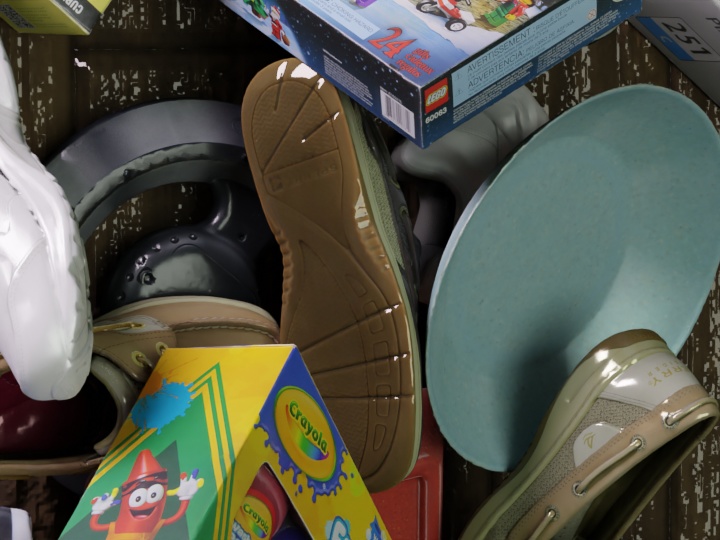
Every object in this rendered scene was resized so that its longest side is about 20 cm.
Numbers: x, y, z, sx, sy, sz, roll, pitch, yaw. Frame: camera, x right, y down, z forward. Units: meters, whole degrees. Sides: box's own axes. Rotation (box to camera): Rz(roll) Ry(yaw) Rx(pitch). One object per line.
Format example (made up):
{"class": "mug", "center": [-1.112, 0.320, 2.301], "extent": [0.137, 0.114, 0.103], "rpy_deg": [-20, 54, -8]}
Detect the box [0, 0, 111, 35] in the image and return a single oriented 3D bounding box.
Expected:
{"class": "box", "center": [-0.103, -0.201, 1.194], "extent": [0.050, 0.075, 0.201], "rpy_deg": [41, 72, -30]}

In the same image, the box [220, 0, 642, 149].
{"class": "box", "center": [0.013, -0.148, 1.202], "extent": [0.136, 0.200, 0.038], "rpy_deg": [-34, 142, -25]}

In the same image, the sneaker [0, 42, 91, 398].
{"class": "sneaker", "center": [-0.179, -0.022, 1.122], "extent": [0.099, 0.078, 0.201], "rpy_deg": [-19, 61, -14]}

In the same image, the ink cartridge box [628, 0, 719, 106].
{"class": "ink cartridge box", "center": [0.247, -0.104, 1.362], "extent": [0.200, 0.176, 0.045], "rpy_deg": [38, 75, -28]}

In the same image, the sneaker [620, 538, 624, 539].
{"class": "sneaker", "center": [0.138, 0.197, 1.380], "extent": [0.199, 0.070, 0.094], "rpy_deg": [24, 76, -34]}

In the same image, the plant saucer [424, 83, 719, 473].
{"class": "plant saucer", "center": [0.095, -0.001, 1.249], "extent": [0.200, 0.039, 0.202], "rpy_deg": [-23, 128, -33]}

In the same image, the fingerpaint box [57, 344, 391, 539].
{"class": "fingerpaint box", "center": [-0.049, 0.160, 1.132], "extent": [0.167, 0.073, 0.201], "rpy_deg": [-62, 139, -42]}

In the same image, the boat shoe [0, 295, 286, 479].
{"class": "boat shoe", "center": [-0.116, 0.059, 1.171], "extent": [0.199, 0.066, 0.075], "rpy_deg": [-13, 106, -25]}

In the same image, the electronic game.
{"class": "electronic game", "center": [-0.086, 0.018, 1.241], "extent": [0.199, 0.042, 0.201], "rpy_deg": [-6, 103, -25]}

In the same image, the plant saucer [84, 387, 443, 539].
{"class": "plant saucer", "center": [-0.035, 0.173, 1.266], "extent": [0.199, 0.037, 0.201], "rpy_deg": [-12, 113, -31]}

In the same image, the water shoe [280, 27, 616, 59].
{"class": "water shoe", "center": [0.050, -0.138, 1.297], "extent": [0.199, 0.071, 0.079], "rpy_deg": [-17, 99, -32]}

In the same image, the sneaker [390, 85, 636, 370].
{"class": "sneaker", "center": [0.070, 0.006, 1.329], "extent": [0.099, 0.078, 0.201], "rpy_deg": [-28, 100, -20]}

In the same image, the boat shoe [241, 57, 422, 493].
{"class": "boat shoe", "center": [0.000, 0.000, 1.204], "extent": [0.065, 0.073, 0.201], "rpy_deg": [-12, 92, -59]}

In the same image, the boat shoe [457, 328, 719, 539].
{"class": "boat shoe", "center": [0.104, 0.123, 1.262], "extent": [0.073, 0.063, 0.201], "rpy_deg": [5, 124, -47]}

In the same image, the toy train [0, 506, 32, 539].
{"class": "toy train", "center": [-0.221, 0.144, 1.104], "extent": [0.199, 0.087, 0.115], "rpy_deg": [3, 73, -13]}
